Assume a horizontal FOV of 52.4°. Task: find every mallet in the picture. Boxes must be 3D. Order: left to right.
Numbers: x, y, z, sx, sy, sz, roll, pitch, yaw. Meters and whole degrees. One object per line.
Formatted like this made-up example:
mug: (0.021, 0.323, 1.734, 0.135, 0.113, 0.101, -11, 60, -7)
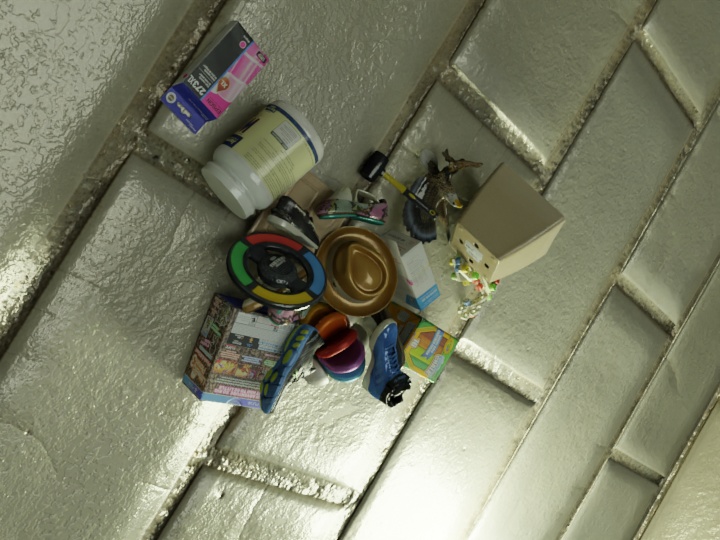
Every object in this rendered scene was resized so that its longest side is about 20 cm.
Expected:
mallet: (0.084, -0.172, 1.606, 0.200, 0.041, 0.066, 45, 83, -8)

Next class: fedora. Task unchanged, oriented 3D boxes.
fedora: (0.000, 0.000, 1.555, 0.200, 0.082, 0.201, 2, 84, -19)

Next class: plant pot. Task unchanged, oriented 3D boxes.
plant pot: (0.326, -0.092, 1.721, 0.177, 0.200, 0.200, -39, 163, -15)

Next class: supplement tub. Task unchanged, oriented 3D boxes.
supplement tub: (-0.184, -0.207, 1.379, 0.200, 0.145, 0.145, -44, 127, -15)

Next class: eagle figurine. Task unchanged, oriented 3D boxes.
eagle figurine: (0.181, -0.167, 1.679, 0.151, 0.151, 0.200, 20, 117, -12)

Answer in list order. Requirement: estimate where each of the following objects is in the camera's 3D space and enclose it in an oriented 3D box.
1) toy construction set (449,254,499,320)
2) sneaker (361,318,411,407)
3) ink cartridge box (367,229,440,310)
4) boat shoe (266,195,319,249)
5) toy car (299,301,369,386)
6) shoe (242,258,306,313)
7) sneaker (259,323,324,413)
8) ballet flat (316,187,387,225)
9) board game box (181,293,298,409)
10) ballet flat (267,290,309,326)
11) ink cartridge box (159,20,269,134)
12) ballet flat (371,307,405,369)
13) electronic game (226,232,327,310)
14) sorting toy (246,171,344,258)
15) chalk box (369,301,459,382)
toy construction set: (0.288, 0.030, 1.850, 0.131, 0.092, 0.200, -54, 142, -40)
sneaker: (0.070, 0.207, 1.584, 0.077, 0.111, 0.200, -15, 130, -42)
ink cartridge box: (0.099, -0.018, 1.677, 0.068, 0.115, 0.200, -37, 125, -21)
boat shoe: (-0.122, -0.093, 1.439, 0.060, 0.074, 0.200, -64, 157, -4)
toy car: (-0.054, 0.166, 1.610, 0.175, 0.150, 0.200, -37, 125, -21)
shoe: (-0.172, 0.024, 1.460, 0.053, 0.070, 0.200, 55, 43, -2)
sneaker: (-0.137, 0.208, 1.490, 0.083, 0.071, 0.200, 36, 81, -34)
ballet flat: (-0.017, -0.137, 1.543, 0.200, 0.069, 0.071, 2, 89, -46)
board game box: (-0.247, 0.168, 1.503, 0.159, 0.097, 0.200, 18, 95, -39)
ballet flat: (-0.133, 0.065, 1.499, 0.069, 0.200, 0.071, 45, 102, 2)
ink cartridge box: (-0.264, -0.351, 1.339, 0.200, 0.037, 0.095, -50, 128, -8)
ballet flat: (0.063, 0.135, 1.677, 0.046, 0.200, 0.067, -2, 146, -39)
electronic game: (-0.159, -0.001, 1.402, 0.200, 0.200, 0.042, -7, 140, -35)
sorting toy: (-0.127, -0.106, 1.534, 0.200, 0.036, 0.185, 37, 83, -44)
chalk box: (0.142, 0.182, 1.778, 0.200, 0.124, 0.125, 31, 88, -40)
